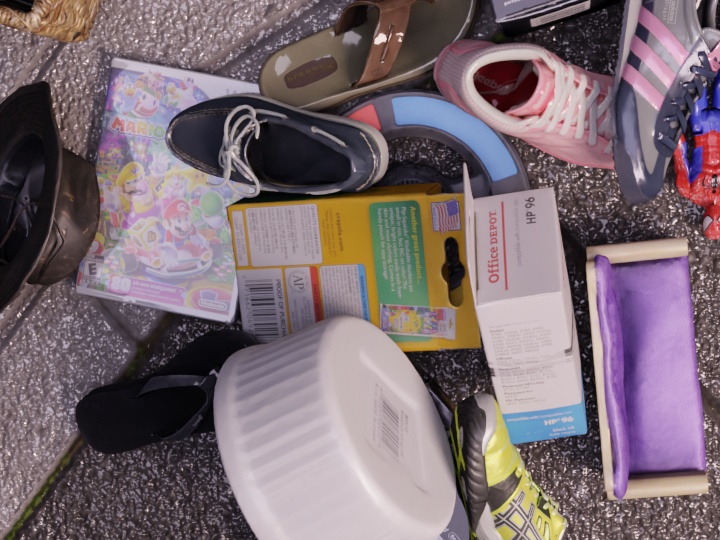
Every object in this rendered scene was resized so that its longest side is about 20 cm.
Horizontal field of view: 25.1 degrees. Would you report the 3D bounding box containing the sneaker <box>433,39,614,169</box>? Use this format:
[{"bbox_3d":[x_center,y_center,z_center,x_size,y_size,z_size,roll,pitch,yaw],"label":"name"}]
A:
[{"bbox_3d":[0.157,-0.126,1.254,0.198,0.105,0.076,18,96,-9],"label":"sneaker"}]

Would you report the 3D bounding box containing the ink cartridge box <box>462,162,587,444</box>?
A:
[{"bbox_3d":[0.126,0.022,1.228,0.067,0.117,0.201,-8,134,9],"label":"ink cartridge box"}]

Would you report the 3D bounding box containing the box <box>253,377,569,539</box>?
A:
[{"bbox_3d":[0.048,0.229,1.339,0.198,0.050,0.200,-41,89,9],"label":"box"}]

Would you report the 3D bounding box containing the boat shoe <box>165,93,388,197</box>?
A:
[{"bbox_3d":[-0.077,-0.095,1.288,0.198,0.062,0.076,15,108,24],"label":"boat shoe"}]

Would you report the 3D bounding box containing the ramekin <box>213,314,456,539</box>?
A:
[{"bbox_3d":[-0.013,0.131,1.210,0.097,0.200,0.202,-28,90,23],"label":"ramekin"}]

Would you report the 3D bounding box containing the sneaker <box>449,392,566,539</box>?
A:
[{"bbox_3d":[0.117,0.180,1.258,0.076,0.076,0.202,-13,117,-2],"label":"sneaker"}]

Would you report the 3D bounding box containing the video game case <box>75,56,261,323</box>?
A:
[{"bbox_3d":[-0.156,-0.067,1.360,0.142,0.018,0.202,11,95,8],"label":"video game case"}]

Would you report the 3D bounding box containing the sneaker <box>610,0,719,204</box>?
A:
[{"bbox_3d":[0.239,-0.149,1.221,0.081,0.070,0.202,5,86,31],"label":"sneaker"}]

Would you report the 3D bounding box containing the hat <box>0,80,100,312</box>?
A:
[{"bbox_3d":[-0.261,-0.050,1.335,0.080,0.200,0.203,15,98,-33],"label":"hat"}]

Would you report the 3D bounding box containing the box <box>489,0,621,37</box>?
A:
[{"bbox_3d":[0.127,-0.293,1.240,0.103,0.148,0.202,-16,92,9],"label":"box"}]

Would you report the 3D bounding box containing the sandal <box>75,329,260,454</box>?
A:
[{"bbox_3d":[-0.156,0.111,1.328,0.199,0.043,0.077,-26,100,29],"label":"sandal"}]

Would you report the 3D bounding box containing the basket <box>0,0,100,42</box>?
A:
[{"bbox_3d":[-0.309,-0.279,1.301,0.198,0.149,0.144,18,96,7],"label":"basket"}]

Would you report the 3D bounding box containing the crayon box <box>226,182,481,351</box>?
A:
[{"bbox_3d":[0.000,0.000,1.289,0.198,0.052,0.127,-2,102,18],"label":"crayon box"}]

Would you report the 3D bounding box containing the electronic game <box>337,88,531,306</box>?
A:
[{"bbox_3d":[0.042,-0.047,1.322,0.198,0.042,0.203,1,95,8],"label":"electronic game"}]

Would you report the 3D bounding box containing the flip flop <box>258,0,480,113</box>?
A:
[{"bbox_3d":[0.005,-0.188,1.299,0.198,0.058,0.082,-23,71,8],"label":"flip flop"}]

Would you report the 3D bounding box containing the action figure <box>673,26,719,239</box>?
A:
[{"bbox_3d":[0.277,-0.126,1.283,0.065,0.052,0.203,-3,96,3],"label":"action figure"}]

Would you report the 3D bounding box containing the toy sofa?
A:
[{"bbox_3d":[0.226,0.077,1.278,0.082,0.098,0.202,-5,92,9],"label":"toy sofa"}]
